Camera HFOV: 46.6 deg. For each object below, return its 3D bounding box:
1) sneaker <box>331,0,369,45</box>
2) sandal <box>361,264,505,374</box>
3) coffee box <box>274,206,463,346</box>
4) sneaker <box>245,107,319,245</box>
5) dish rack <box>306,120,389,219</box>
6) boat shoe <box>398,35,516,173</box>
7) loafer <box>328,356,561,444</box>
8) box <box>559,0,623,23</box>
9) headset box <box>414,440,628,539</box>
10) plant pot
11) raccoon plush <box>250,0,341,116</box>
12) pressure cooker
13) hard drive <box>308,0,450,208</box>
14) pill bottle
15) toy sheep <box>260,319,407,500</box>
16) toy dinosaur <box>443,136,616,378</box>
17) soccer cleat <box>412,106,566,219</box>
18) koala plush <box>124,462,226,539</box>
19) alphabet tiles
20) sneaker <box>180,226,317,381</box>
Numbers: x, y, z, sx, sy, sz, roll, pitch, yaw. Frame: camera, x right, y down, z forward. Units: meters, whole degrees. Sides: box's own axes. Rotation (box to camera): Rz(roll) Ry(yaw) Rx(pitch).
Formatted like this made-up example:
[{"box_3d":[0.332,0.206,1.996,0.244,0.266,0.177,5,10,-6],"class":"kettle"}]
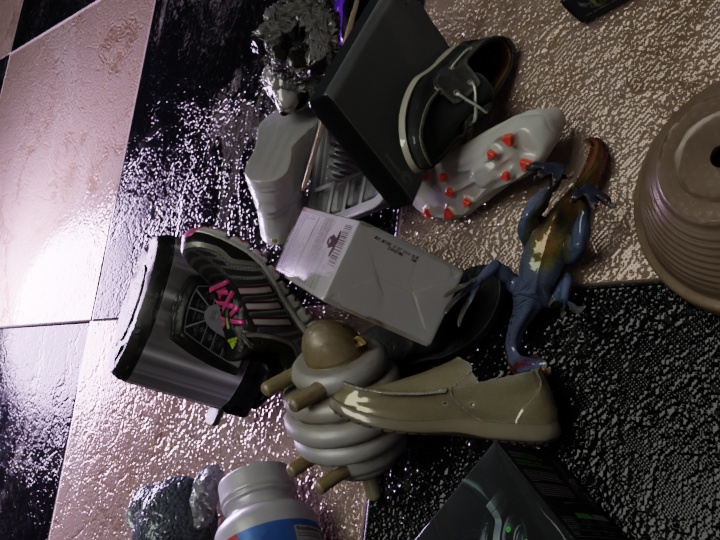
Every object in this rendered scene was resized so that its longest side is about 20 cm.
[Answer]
[{"box_3d":[0.016,-0.371,1.029,0.099,0.069,0.202,19,97,45],"class":"sneaker"},{"box_3d":[0.060,0.058,0.836,0.200,0.048,0.076,-35,53,33],"class":"sandal"},{"box_3d":[0.000,0.000,0.819,0.080,0.114,0.200,-65,19,-1],"class":"coffee box"},{"box_3d":[-0.090,-0.116,1.034,0.073,0.116,0.201,4,39,13],"class":"sneaker"},{"box_3d":[0.006,-0.148,0.955,0.171,0.043,0.202,-16,64,55],"class":"dish rack"},{"box_3d":[0.095,-0.170,0.818,0.067,0.072,0.200,-5,37,38],"class":"boat shoe"},{"box_3d":[0.073,0.109,0.722,0.198,0.076,0.069,4,81,4],"class":"loafer"},{"box_3d":[0.269,-0.347,0.772,0.199,0.051,0.159,-22,62,38],"class":"box"},{"box_3d":[0.128,0.261,0.660,0.175,0.092,0.200,-56,45,15],"class":"headset box"},{"box_3d":[0.286,-0.070,0.624,0.200,0.092,0.203,-20,61,40],"class":"plant pot"},{"box_3d":[-0.055,-0.282,1.012,0.096,0.134,0.201,33,81,4],"class":"raccoon plush"},{"box_3d":[-0.169,0.064,0.963,0.176,0.199,0.179,-56,24,30],"class":"pressure cooker"},{"box_3d":[0.034,-0.179,0.829,0.033,0.140,0.201,-13,40,41],"class":"hard drive"},{"box_3d":[-0.087,0.304,0.849,0.112,0.112,0.201,-42,50,27],"class":"pill bottle"},{"box_3d":[-0.015,0.139,0.815,0.137,0.137,0.202,14,124,47],"class":"toy sheep"},{"box_3d":[0.174,0.005,0.741,0.105,0.199,0.183,31,133,33],"class":"toy dinosaur"},{"box_3d":[0.122,-0.103,0.830,0.199,0.077,0.070,-22,103,54],"class":"soccer cleat"},{"box_3d":[-0.213,0.323,0.943,0.177,0.183,0.201,-24,48,37],"class":"koala plush"},{"box_3d":[-0.034,-0.189,0.906,0.167,0.006,0.201,113,171,-45],"class":"alphabet tiles"},{"box_3d":[-0.116,0.045,0.846,0.074,0.200,0.088,-18,28,51],"class":"sneaker"}]
